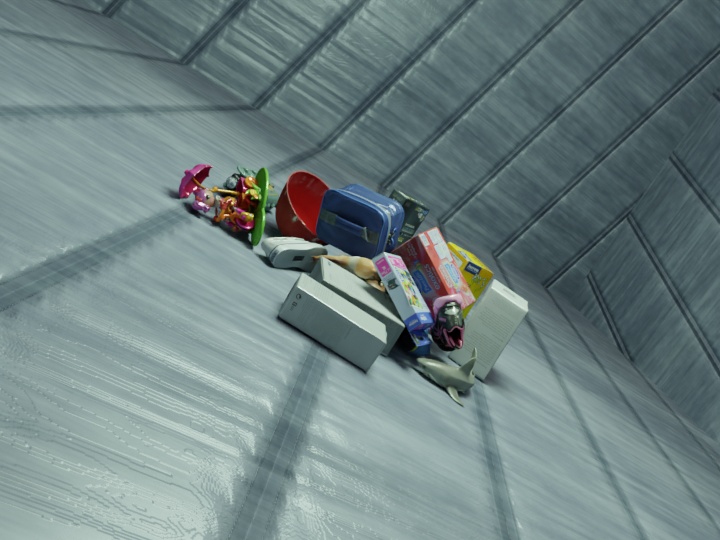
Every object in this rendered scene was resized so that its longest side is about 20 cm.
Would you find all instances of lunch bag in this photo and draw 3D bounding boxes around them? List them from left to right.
[{"bbox_3d":[0.000,-0.106,1.628,0.197,0.139,0.131,25,25,25],"label":"lunch bag"}]

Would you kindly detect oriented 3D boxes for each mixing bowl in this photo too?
[{"bbox_3d":[-0.139,-0.131,1.739,0.198,0.108,0.203,34,38,-31],"label":"mixing bowl"}]

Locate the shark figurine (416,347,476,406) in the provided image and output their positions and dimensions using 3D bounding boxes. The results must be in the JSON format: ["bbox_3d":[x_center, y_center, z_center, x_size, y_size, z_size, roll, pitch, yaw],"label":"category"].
[{"bbox_3d":[0.224,0.216,1.511,0.128,0.091,0.212,43,18,31],"label":"shark figurine"}]

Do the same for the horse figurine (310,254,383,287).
[{"bbox_3d":[0.000,0.000,1.570,0.197,0.051,0.132,18,-7,34],"label":"horse figurine"}]

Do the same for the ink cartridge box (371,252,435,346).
[{"bbox_3d":[0.100,0.060,1.482,0.204,0.041,0.119,65,17,13],"label":"ink cartridge box"}]

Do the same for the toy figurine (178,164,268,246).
[{"bbox_3d":[-0.308,-0.155,1.539,0.180,0.151,0.203,12,46,-23],"label":"toy figurine"}]

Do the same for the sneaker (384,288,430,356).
[{"bbox_3d":[0.109,0.100,1.581,0.078,0.065,0.204,22,43,-47],"label":"sneaker"}]

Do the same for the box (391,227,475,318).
[{"bbox_3d":[0.172,0.014,1.656,0.102,0.094,0.203,-23,84,-52],"label":"box"}]

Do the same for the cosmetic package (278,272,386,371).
[{"bbox_3d":[-0.050,0.095,1.314,0.198,0.075,0.102,34,13,-6],"label":"cosmetic package"}]

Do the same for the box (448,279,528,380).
[{"bbox_3d":[0.317,0.143,1.729,0.105,0.203,0.152,32,13,8],"label":"box"}]

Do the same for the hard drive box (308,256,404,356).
[{"bbox_3d":[-0.016,0.071,1.465,0.197,0.078,0.156,31,13,-13],"label":"hard drive box"}]

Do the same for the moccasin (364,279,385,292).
[{"bbox_3d":[0.086,0.090,1.652,0.199,0.074,0.078,35,27,-16],"label":"moccasin"}]

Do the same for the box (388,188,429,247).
[{"bbox_3d":[0.096,-0.122,1.854,0.051,0.159,0.199,38,11,21],"label":"box"}]

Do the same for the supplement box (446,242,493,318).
[{"bbox_3d":[0.245,0.049,1.886,0.108,0.202,0.109,22,17,-34],"label":"supplement box"}]

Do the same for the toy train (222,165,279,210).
[{"bbox_3d":[-0.275,-0.202,1.812,0.114,0.085,0.200,48,14,9],"label":"toy train"}]

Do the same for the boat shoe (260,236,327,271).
[{"bbox_3d":[-0.145,-0.047,1.574,0.065,0.074,0.199,43,15,25],"label":"boat shoe"}]

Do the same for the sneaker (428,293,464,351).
[{"bbox_3d":[0.197,0.140,1.539,0.202,0.077,0.097,79,-4,-56],"label":"sneaker"}]
